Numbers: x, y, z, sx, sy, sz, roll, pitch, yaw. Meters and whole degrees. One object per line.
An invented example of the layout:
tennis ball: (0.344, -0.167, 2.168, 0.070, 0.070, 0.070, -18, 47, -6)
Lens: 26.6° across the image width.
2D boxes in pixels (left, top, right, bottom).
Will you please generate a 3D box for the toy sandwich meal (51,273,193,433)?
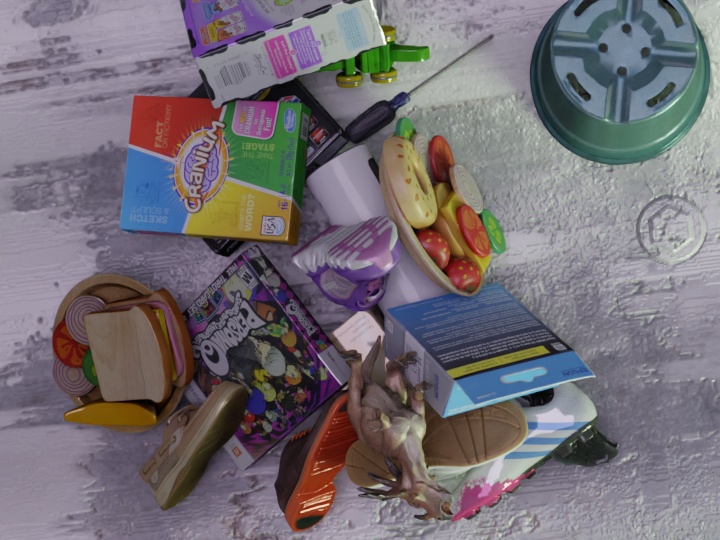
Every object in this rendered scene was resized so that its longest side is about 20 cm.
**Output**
toy sandwich meal: (-0.276, 0.099, 1.708, 0.204, 0.070, 0.207, 6, 104, 25)

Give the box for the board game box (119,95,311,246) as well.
board game box: (-0.160, -0.111, 1.677, 0.198, 0.040, 0.155, 4, 85, 15)

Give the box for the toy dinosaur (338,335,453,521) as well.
toy dinosaur: (0.023, 0.161, 1.559, 0.085, 0.201, 0.136, -10, 131, -17)

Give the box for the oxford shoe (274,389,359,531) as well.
oxford shoe: (-0.054, 0.196, 1.669, 0.073, 0.071, 0.201, 50, 131, 33)

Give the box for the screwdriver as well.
screwdriver: (0.067, -0.206, 1.709, 0.199, 0.029, 0.028, -34, 86, 4)

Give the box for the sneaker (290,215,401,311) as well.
sneaker: (0.000, 0.000, 1.596, 0.080, 0.200, 0.089, -34, 101, -19)

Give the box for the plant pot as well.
plant pot: (0.274, -0.219, 1.592, 0.198, 0.196, 0.202, 0, 89, 8)

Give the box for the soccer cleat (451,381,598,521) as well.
soccer cleat: (0.160, 0.187, 1.630, 0.199, 0.070, 0.087, -37, 81, 9)

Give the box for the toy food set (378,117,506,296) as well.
toy food set: (0.084, -0.068, 1.624, 0.048, 0.198, 0.201, -27, 102, 24)

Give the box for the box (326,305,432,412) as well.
box: (0.037, 0.143, 1.687, 0.095, 0.078, 0.200, -39, 85, 7)

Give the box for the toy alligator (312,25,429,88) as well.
toy alligator: (-0.024, -0.238, 1.695, 0.198, 0.054, 0.060, -7, 113, -8)

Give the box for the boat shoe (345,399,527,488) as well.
boat shoe: (0.085, 0.184, 1.607, 0.198, 0.069, 0.071, -15, 70, 16)

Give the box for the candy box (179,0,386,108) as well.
candy box: (-0.088, -0.278, 1.650, 0.198, 0.168, 0.072, -20, 130, 2)

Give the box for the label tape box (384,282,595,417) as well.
label tape box: (0.129, 0.095, 1.574, 0.142, 0.200, 0.067, -12, 123, -22)

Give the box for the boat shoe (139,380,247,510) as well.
boat shoe: (-0.193, 0.186, 1.696, 0.065, 0.071, 0.200, 46, 124, 16)

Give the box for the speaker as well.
speaker: (0.021, -0.034, 1.688, 0.081, 0.081, 0.201, -31, 85, 7)

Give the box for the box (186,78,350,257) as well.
box: (-0.136, -0.141, 1.718, 0.200, 0.044, 0.160, -42, 76, 6)

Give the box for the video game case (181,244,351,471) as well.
video game case: (-0.123, 0.100, 1.685, 0.182, 0.036, 0.200, 52, 127, 6)

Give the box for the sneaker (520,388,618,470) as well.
sneaker: (0.190, 0.143, 1.676, 0.104, 0.060, 0.201, -33, 91, 8)
